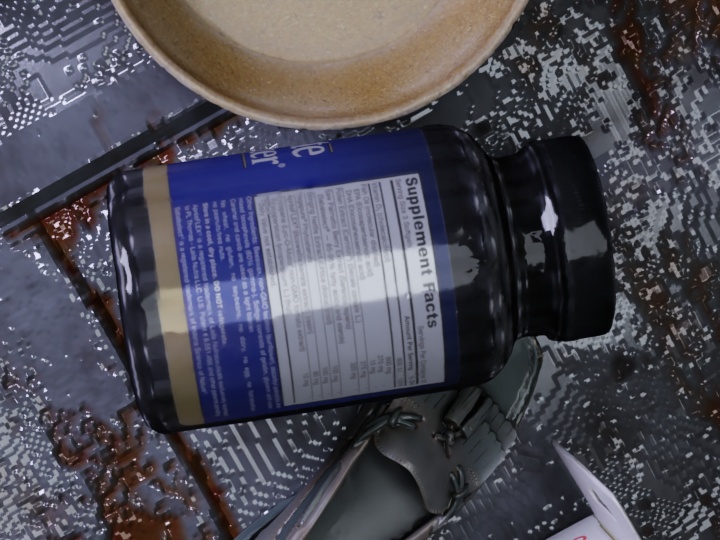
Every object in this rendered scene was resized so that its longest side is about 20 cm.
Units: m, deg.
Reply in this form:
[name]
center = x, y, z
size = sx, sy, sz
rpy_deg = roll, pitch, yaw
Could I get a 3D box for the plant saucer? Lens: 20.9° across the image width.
[plant saucer]
center = -0.018, -0.162, 0.829
size = 0.199, 0.035, 0.201
rpy_deg = -1, 98, -10

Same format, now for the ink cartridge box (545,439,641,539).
[ink cartridge box]
center = 0.116, 0.185, 0.861
size = 0.067, 0.117, 0.201
rpy_deg = -29, 101, -3

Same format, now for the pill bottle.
[pill bottle]
center = 0.000, 0.000, 0.813
size = 0.199, 0.112, 0.112
rpy_deg = -9, 98, -4

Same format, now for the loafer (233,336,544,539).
[loafer]
center = 0.012, 0.100, 0.860
size = 0.072, 0.063, 0.200
rpy_deg = 44, 88, -12
